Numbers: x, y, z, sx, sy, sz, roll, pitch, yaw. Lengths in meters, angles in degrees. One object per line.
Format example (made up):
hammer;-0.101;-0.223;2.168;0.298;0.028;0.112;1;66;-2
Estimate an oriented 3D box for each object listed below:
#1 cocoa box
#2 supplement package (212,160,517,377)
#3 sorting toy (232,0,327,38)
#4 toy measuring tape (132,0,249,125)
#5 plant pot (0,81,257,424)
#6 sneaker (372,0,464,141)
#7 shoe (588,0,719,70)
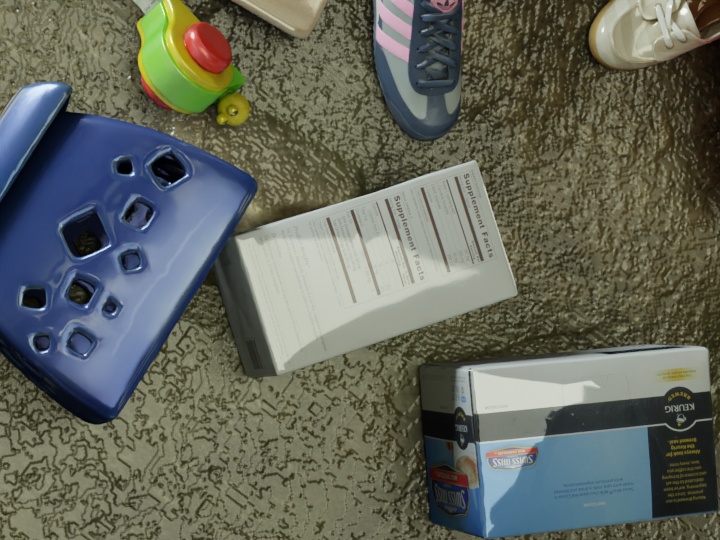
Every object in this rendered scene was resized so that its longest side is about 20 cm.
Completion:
cocoa box;0.161;0.131;1.551;0.199;0.133;0.132;-4;90;-16
supplement package;0.000;0.000;1.519;0.199;0.114;0.110;-18;92;-15
sorting toy;-0.081;-0.305;1.551;0.185;0.036;0.201;29;76;-14
toy measuring tape;-0.159;-0.181;1.498;0.200;0.074;0.074;46;77;-13
plant pot;-0.208;-0.018;1.421;0.179;0.200;0.200;33;80;-7
sneaker;0.051;-0.198;1.550;0.070;0.082;0.201;-13;102;-22
shoe;0.280;-0.223;1.639;0.199;0.053;0.070;-25;95;-16
